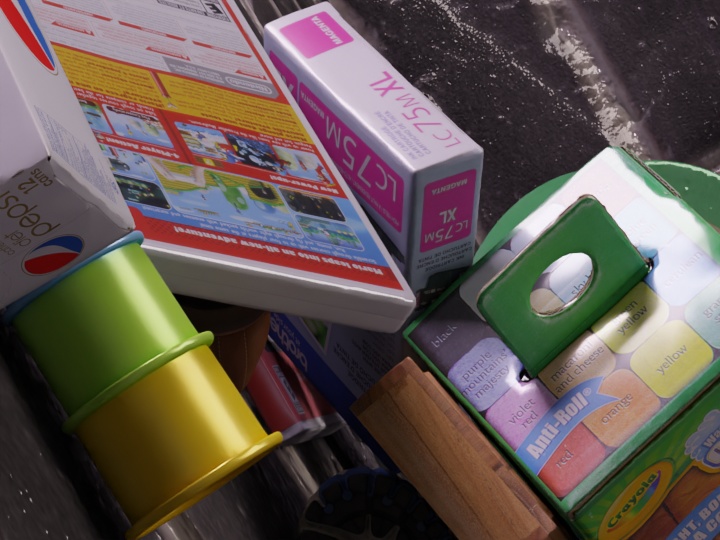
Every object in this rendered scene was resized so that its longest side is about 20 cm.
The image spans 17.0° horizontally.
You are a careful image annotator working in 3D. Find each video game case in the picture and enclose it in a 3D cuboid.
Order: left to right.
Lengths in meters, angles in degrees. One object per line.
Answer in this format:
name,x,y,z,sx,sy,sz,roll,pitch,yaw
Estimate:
video game case,-0.075,-0.058,0.914,0.143,0.017,0.200,12,33,-38
video game case,-0.070,-0.008,1.167,0.200,0.017,0.143,60,7,5

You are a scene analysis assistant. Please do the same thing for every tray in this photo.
tray,0.067,0.114,1.023,0.099,0.037,0.200,49,-2,30

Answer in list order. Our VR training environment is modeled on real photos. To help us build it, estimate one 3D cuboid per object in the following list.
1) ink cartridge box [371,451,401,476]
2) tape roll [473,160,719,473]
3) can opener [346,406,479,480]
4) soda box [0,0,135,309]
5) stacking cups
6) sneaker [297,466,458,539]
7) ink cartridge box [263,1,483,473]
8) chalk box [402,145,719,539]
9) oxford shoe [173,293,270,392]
ink cartridge box,0.090,0.097,1.273,0.201,0.145,0.083,63,2,-12
tape roll,0.140,0.047,1.199,0.201,0.200,0.048,58,-26,-15
can opener,-0.006,0.013,1.180,0.200,0.067,0.053,62,6,19
soda box,-0.142,-0.085,0.716,0.200,0.068,0.064,63,7,25
stacking cups,-0.105,-0.011,0.770,0.200,0.060,0.061,55,6,3
sneaker,0.046,0.163,1.035,0.200,0.077,0.085,59,2,-8
ink cartridge box,0.000,0.000,1.043,0.119,0.042,0.201,47,-32,39
chalk box,0.113,0.046,0.985,0.124,0.124,0.200,48,-1,39
oxford shoe,-0.087,-0.026,0.983,0.071,0.071,0.200,91,-18,-44
